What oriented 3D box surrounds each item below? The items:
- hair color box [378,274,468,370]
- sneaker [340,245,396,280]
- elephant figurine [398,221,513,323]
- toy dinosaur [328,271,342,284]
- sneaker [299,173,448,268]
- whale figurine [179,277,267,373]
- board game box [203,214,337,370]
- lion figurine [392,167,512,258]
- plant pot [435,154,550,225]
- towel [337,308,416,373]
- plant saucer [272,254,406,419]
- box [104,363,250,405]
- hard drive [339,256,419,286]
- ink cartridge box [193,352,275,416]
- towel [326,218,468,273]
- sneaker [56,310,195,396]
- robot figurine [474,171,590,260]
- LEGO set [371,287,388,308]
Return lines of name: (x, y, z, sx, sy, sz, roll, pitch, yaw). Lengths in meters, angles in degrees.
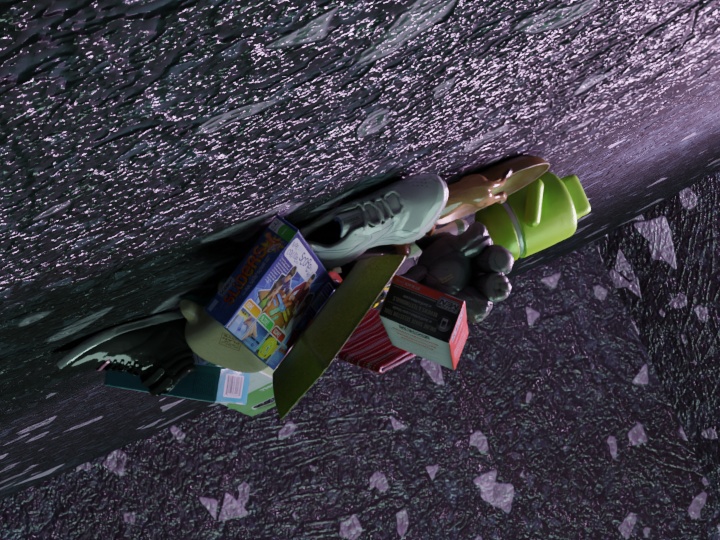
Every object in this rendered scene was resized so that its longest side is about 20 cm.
hair color box: (0.088, 0.072, 1.486, 0.200, 0.100, 0.062, 66, 46, -75)
sneaker: (0.000, 0.000, 1.516, 0.199, 0.074, 0.107, -9, 130, -61)
elephant figurine: (0.130, 0.009, 1.587, 0.142, 0.155, 0.200, -50, -171, -8)
toy dinosaur: (-0.054, 0.031, 1.609, 0.181, 0.105, 0.201, -40, 170, -50)
sneaker: (0.015, -0.059, 1.348, 0.198, 0.075, 0.087, -27, 168, 11)
whale figurine: (-0.157, 0.054, 1.465, 0.157, 0.105, 0.201, 19, 149, -3)
board game box: (-0.100, 0.031, 1.313, 0.136, 0.034, 0.200, -52, 159, -9)
lion figurine: (0.116, -0.091, 1.489, 0.198, 0.073, 0.122, -32, 174, 5)
plant pot: (0.184, -0.122, 1.643, 0.198, 0.028, 0.200, -25, 172, -4)
towel: (0.008, 0.095, 1.658, 0.144, 0.023, 0.199, -24, -152, -38)
plant saucer: (-0.040, 0.074, 1.428, 0.201, 0.048, 0.200, -53, -179, -32)
box: (-0.262, 0.154, 1.591, 0.197, 0.050, 0.082, 5, 173, 27)
hard drive: (0.009, 0.011, 1.811, 0.198, 0.038, 0.139, -22, -171, -29)
ink cartridge box: (-0.189, 0.159, 1.729, 0.103, 0.060, 0.200, -27, 148, 19)
towel: (0.050, -0.038, 1.687, 0.197, 0.031, 0.149, -12, 171, -18)
sneaker: (-0.297, 0.123, 1.470, 0.198, 0.100, 0.070, -17, 172, -42)
robot figurine: (0.274, -0.087, 1.832, 0.198, 0.117, 0.175, -23, 178, -9)
LEGO set: (-0.025, 0.092, 2.089, 0.198, 0.117, 0.153, -28, 172, 26)
